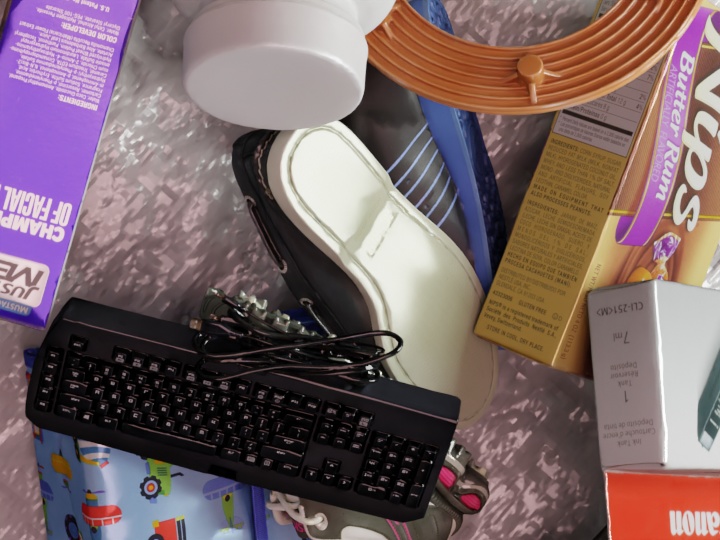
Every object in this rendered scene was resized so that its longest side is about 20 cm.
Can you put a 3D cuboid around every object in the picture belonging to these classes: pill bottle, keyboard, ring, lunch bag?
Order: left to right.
[{"bbox_3d":[-0.055,0.064,1.169,0.199,0.040,0.104,14,121,-4],"label":"keyboard"},{"bbox_3d":[-0.059,0.102,1.294,0.200,0.094,0.151,-11,102,-24],"label":"lunch bag"},{"bbox_3d":[-0.035,-0.173,1.178,0.112,0.113,0.201,10,66,-15],"label":"pill bottle"},{"bbox_3d":[0.076,-0.169,1.235,0.200,0.019,0.201,-2,66,5],"label":"ring"}]

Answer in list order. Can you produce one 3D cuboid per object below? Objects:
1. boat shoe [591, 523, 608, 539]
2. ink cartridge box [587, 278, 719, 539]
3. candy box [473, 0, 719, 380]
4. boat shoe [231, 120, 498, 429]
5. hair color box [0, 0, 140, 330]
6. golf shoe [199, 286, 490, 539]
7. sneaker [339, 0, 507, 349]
[{"bbox_3d":[0.116,0.177,1.355,0.200,0.071,0.064,-43,86,1],"label":"boat shoe"},{"bbox_3d":[0.189,0.100,1.282,0.200,0.043,0.174,8,75,-53],"label":"ink cartridge box"},{"bbox_3d":[0.142,-0.042,1.286,0.117,0.056,0.200,19,94,-53],"label":"candy box"},{"bbox_3d":[-0.001,0.002,1.249,0.199,0.066,0.075,49,63,-34],"label":"boat shoe"},{"bbox_3d":[-0.152,-0.081,1.209,0.065,0.109,0.201,14,96,-9],"label":"hair color box"},{"bbox_3d":[-0.017,0.086,1.233,0.200,0.077,0.088,44,78,-33],"label":"golf shoe"},{"bbox_3d":[0.025,-0.046,1.291,0.078,0.070,0.200,-10,112,14],"label":"sneaker"}]
